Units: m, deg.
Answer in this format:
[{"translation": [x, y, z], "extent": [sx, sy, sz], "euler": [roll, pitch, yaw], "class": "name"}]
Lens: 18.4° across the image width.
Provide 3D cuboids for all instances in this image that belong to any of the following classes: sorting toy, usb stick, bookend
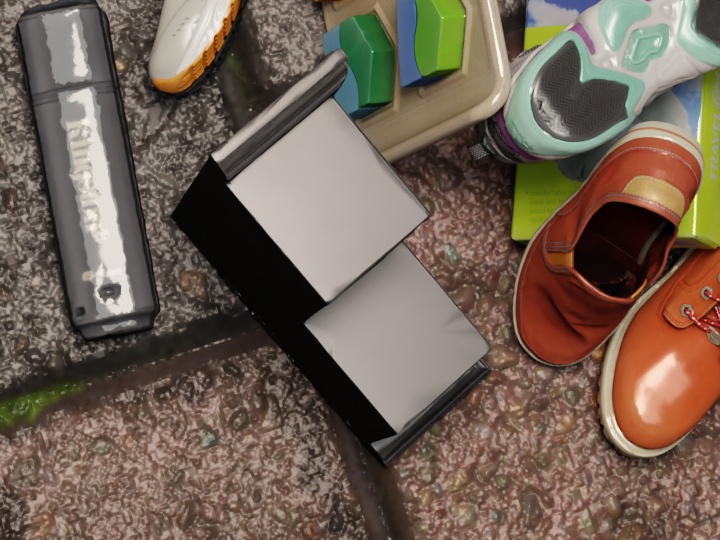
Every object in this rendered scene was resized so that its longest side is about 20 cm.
[{"translation": [0.017, -0.165, 1.270], "extent": [0.036, 0.185, 0.201], "euler": [-2, 81, -27], "class": "sorting toy"}, {"translation": [-0.159, -0.060, 1.298], "extent": [0.055, 0.033, 0.201], "euler": [-10, 84, -13], "class": "usb stick"}, {"translation": [0.000, 0.000, 1.236], "extent": [0.092, 0.200, 0.199], "euler": [-40, 90, -13], "class": "bookend"}]

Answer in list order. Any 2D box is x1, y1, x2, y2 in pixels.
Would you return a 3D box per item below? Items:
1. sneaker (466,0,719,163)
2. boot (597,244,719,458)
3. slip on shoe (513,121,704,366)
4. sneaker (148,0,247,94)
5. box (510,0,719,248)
[{"translation": [0.142, -0.122, 1.269], "extent": [0.199, 0.140, 0.078], "euler": [-30, 93, -22], "class": "sneaker"}, {"translation": [0.214, 0.023, 1.323], "extent": [0.075, 0.107, 0.200], "euler": [35, 79, -7], "class": "boot"}, {"translation": [0.136, -0.003, 1.270], "extent": [0.074, 0.200, 0.061], "euler": [24, 50, -5], "class": "slip on shoe"}, {"translation": [-0.102, -0.200, 1.316], "extent": [0.092, 0.076, 0.201], "euler": [17, 71, -1], "class": "sneaker"}, {"translation": [0.159, -0.114, 1.331], "extent": [0.121, 0.048, 0.201], "euler": [-1, 80, 29], "class": "box"}]
